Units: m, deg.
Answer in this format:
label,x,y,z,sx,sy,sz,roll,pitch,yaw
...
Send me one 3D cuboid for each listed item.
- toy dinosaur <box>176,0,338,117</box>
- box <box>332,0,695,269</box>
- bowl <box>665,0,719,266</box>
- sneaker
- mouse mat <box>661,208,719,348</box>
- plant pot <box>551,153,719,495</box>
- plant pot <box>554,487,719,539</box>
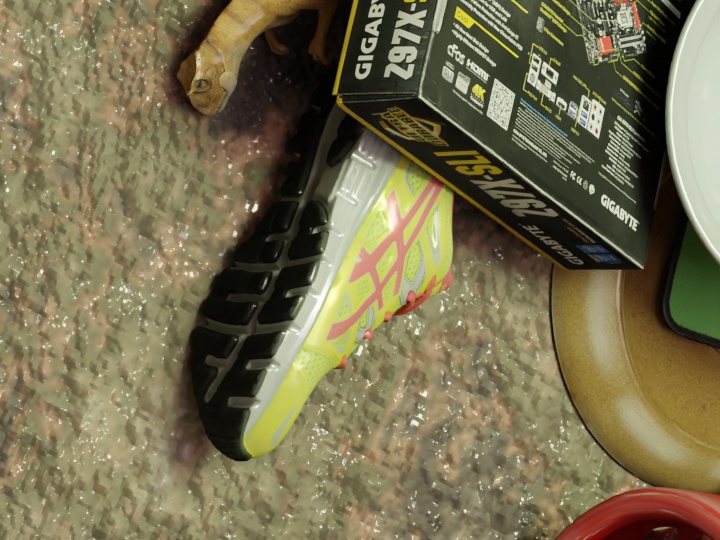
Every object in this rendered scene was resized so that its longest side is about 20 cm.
label,x,y,z,sx,sy,sz,roll,pitch,yaw
toy dinosaur,-0.018,-0.158,1.168,0.106,0.060,0.201,21,82,-28
box,0.075,-0.108,1.179,0.200,0.049,0.161,32,63,-50
bowl,0.226,-0.066,1.244,0.199,0.090,0.203,1,87,-9
sneaker,0.000,0.000,1.178,0.090,0.078,0.201,35,75,-29
mouse mat,0.227,-0.050,1.319,0.160,0.008,0.201,17,85,-30
plant pot,0.182,0.011,1.314,0.199,0.027,0.202,-2,94,-31
plant pot,0.185,0.213,1.231,0.182,0.200,0.202,17,85,-33
